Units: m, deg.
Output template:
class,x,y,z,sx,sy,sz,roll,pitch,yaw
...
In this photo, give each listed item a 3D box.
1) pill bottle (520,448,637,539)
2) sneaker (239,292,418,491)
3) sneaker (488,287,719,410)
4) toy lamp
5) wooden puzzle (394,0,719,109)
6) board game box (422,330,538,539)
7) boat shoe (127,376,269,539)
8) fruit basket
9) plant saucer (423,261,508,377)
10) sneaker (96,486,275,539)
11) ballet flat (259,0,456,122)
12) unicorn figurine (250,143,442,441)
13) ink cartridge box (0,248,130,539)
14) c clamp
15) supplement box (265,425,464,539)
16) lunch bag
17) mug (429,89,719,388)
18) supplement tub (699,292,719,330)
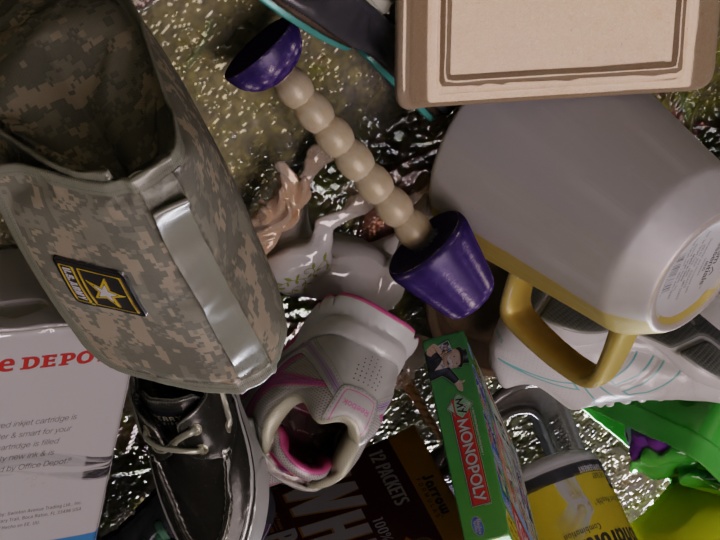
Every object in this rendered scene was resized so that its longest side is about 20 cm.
class,x,y,z,sx,sy,sz,roll,pitch,yaw
pill bottle,0.156,0.236,1.289,0.111,0.201,0.112,-22,162,-8
sneaker,-0.043,0.094,1.130,0.081,0.089,0.200,29,142,-11
sneaker,0.178,0.059,1.259,0.199,0.071,0.081,15,128,-18
toy lamp,0.004,-0.053,1.053,0.058,0.058,0.200,-42,109,3
wooden puzzle,0.110,-0.186,1.009,0.198,0.037,0.187,-6,114,-15
board game box,0.084,0.142,1.158,0.029,0.136,0.200,-16,150,7
boat shoe,-0.105,0.082,1.068,0.064,0.070,0.202,-19,100,-69
fruit basket,0.245,0.166,1.367,0.214,0.155,0.218,-19,120,-36
plant saucer,0.125,-0.016,1.242,0.199,0.030,0.201,-18,132,-21
sneaker,-0.137,0.193,1.137,0.199,0.088,0.075,-34,103,27
ballet flat,0.006,-0.150,1.029,0.073,0.073,0.200,-49,141,10
unicorn figurine,0.000,0.000,1.150,0.199,0.074,0.138,25,109,-26
ink cartridge box,-0.221,0.092,1.054,0.145,0.086,0.201,-4,124,-31
c clamp,0.099,0.169,1.370,0.170,0.027,0.201,-29,135,-11
supplement box,-0.009,0.252,1.273,0.199,0.133,0.198,-23,134,-7
lunch bag,-0.123,-0.041,0.934,0.117,0.200,0.165,-31,136,-9
mug,0.150,-0.032,1.101,0.149,0.153,0.187,-44,147,-10
supplement tub,0.313,-0.041,1.260,0.144,0.145,0.201,25,105,-43
